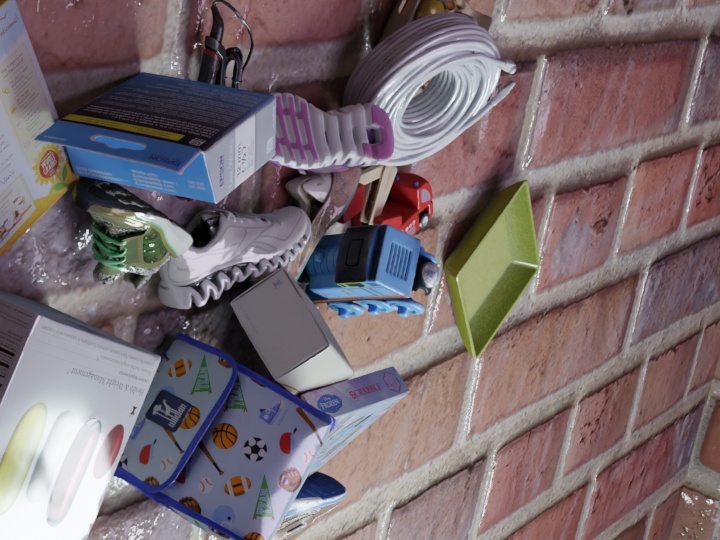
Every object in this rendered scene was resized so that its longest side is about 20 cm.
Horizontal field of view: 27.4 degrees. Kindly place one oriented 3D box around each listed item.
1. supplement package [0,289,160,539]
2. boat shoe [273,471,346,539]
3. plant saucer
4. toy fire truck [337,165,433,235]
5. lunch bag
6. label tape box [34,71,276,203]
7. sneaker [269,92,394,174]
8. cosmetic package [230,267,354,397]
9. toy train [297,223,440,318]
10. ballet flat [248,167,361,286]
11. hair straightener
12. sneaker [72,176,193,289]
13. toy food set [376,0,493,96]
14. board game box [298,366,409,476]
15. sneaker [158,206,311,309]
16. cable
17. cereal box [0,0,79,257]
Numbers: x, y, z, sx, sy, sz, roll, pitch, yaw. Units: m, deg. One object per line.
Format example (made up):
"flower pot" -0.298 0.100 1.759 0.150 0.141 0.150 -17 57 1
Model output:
"supplement package" -0.311 0.127 1.278 0.191 0.146 0.202 28 83 -61
"boat shoe" -0.098 0.304 1.850 0.199 0.072 0.073 -6 119 -48
"plant saucer" 0.184 -0.006 2.141 0.201 0.047 0.201 -53 148 -28
"toy fire truck" 0.020 -0.082 1.808 0.200 0.048 0.142 -43 141 -40
"lunch bag" -0.150 0.183 1.547 0.171 0.199 0.124 -59 178 -15
"label tape box" -0.177 -0.110 1.307 0.200 0.142 0.067 -50 148 -58
"sneaker" -0.060 -0.140 1.605 0.198 0.088 0.082 1 78 -40
"cosmetic package" -0.071 0.077 1.631 0.073 0.104 0.200 -32 164 1
"toy train" 0.000 0.000 1.691 0.114 0.199 0.088 27 71 -37
"ballet flat" -0.066 -0.062 1.663 0.067 0.068 0.201 43 69 -40
"hair straightener" -0.145 -0.171 1.486 0.077 0.041 0.203 -15 117 -56
"sneaker" -0.223 -0.025 1.387 0.089 0.076 0.200 -58 160 -3
"toy food set" 0.097 -0.287 1.792 0.145 0.060 0.200 -65 151 -7
"board game box" -0.065 0.199 1.750 0.200 0.041 0.199 -43 164 28
"sneaker" -0.131 -0.032 1.551 0.199 0.075 0.082 -29 119 -38
"cable" 0.072 -0.212 1.719 0.200 0.069 0.200 -43 151 11
"cereal box" -0.315 -0.112 1.223 0.144 0.039 0.201 -50 146 -33
